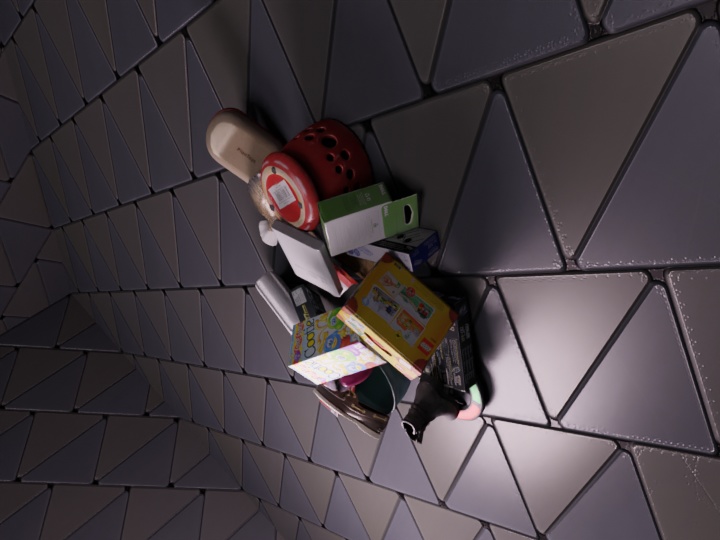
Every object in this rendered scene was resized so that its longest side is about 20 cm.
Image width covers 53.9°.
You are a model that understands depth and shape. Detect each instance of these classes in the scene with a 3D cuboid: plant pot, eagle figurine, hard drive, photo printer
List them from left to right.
[{"bbox_3d":[-0.189,-0.144,1.689,0.147,0.200,0.156,2,85,10],"label":"eagle figurine"},{"bbox_3d":[-0.198,0.103,1.939,0.201,0.069,0.166,52,177,8],"label":"photo printer"},{"bbox_3d":[-0.114,-0.025,1.550,0.130,0.027,0.201,26,159,24],"label":"hard drive"},{"bbox_3d":[-0.099,-0.191,1.505,0.198,0.182,0.204,32,143,28],"label":"plant pot"},{"bbox_3d":[0.053,0.226,1.711,0.198,0.133,0.204,33,141,31],"label":"plant pot"}]

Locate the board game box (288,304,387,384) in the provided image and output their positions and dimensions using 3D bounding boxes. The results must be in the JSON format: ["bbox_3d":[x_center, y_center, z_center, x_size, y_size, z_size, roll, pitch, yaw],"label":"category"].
[{"bbox_3d":[-0.047,0.156,1.520,0.197,0.107,0.103,-23,138,32],"label":"board game box"}]

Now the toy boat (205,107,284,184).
[{"bbox_3d":[-0.273,-0.304,1.695,0.198,0.132,0.131,35,111,-18],"label":"toy boat"}]

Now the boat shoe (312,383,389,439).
[{"bbox_3d":[-0.021,0.315,1.645,0.198,0.060,0.072,36,177,-12],"label":"boat shoe"}]

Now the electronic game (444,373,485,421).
[{"bbox_3d":[0.205,0.258,1.625,0.198,0.041,0.204,33,140,32],"label":"electronic game"}]

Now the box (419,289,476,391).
[{"bbox_3d":[0.168,0.146,1.536,0.158,0.043,0.206,9,115,47],"label":"box"}]

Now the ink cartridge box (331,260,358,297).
[{"bbox_3d":[-0.092,-0.004,1.640,0.160,0.050,0.200,41,174,-8],"label":"ink cartridge box"}]

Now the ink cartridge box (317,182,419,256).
[{"bbox_3d":[0.017,-0.111,1.433,0.105,0.195,0.060,79,171,-52],"label":"ink cartridge box"}]

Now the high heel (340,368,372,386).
[{"bbox_3d":[0.020,0.163,1.560,0.067,0.200,0.097,34,150,22],"label":"high heel"}]

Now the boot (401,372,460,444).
[{"bbox_3d":[0.149,0.323,1.565,0.069,0.134,0.201,13,156,37],"label":"boot"}]

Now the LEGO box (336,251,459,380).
[{"bbox_3d":[0.075,0.091,1.409,0.199,0.150,0.077,40,157,0],"label":"LEGO box"}]

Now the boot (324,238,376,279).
[{"bbox_3d":[0.000,0.000,1.656,0.198,0.065,0.179,36,140,33],"label":"boot"}]

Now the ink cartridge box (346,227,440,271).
[{"bbox_3d":[0.063,-0.057,1.487,0.197,0.093,0.045,16,133,45],"label":"ink cartridge box"}]

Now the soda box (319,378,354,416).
[{"bbox_3d":[-0.055,0.256,1.696,0.069,0.063,0.203,35,141,28],"label":"soda box"}]

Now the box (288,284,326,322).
[{"bbox_3d":[-0.108,0.147,1.810,0.158,0.050,0.204,43,-157,-73],"label":"box"}]
